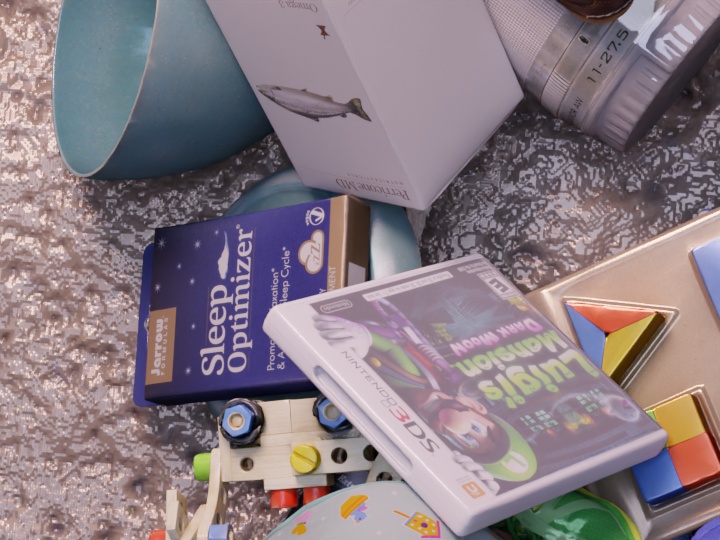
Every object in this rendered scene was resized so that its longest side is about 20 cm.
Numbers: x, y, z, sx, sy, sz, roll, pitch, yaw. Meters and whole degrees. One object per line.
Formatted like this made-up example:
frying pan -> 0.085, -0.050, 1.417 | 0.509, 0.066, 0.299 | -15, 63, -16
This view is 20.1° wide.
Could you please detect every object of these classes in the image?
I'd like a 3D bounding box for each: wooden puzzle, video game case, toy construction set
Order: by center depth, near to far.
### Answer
video game case -> 0.067, 0.068, 1.231 | 0.182, 0.200, 0.023 | 45, 126, 26
toy construction set -> -0.033, 0.142, 1.268 | 0.199, 0.092, 0.132 | -4, 84, -3
wooden puzzle -> 0.218, 0.060, 1.293 | 0.199, 0.046, 0.186 | -24, 72, 10

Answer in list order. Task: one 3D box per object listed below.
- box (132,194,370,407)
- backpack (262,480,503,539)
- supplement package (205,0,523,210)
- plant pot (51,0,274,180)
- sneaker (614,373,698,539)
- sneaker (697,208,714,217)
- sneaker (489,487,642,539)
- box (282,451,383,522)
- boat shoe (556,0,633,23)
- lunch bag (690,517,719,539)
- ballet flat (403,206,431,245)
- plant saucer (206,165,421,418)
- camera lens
box -> -0.083, 0.024, 1.351 | 0.199, 0.032, 0.122 | -9, 72, 37
backpack -> 0.026, 0.225, 1.174 | 0.176, 0.154, 0.200 | -33, 115, 24
supplement package -> -0.003, -0.155, 1.275 | 0.117, 0.200, 0.117 | 12, 51, 43
plant pot -> -0.112, -0.152, 1.368 | 0.134, 0.200, 0.201 | 8, 86, -27
sneaker -> 0.209, 0.137, 1.341 | 0.077, 0.076, 0.201 | 4, 87, 13
sneaker -> 0.313, -0.056, 1.343 | 0.200, 0.075, 0.088 | -35, 82, 3
sneaker -> 0.104, 0.151, 1.282 | 0.200, 0.083, 0.074 | 51, 132, 32
box -> -0.003, 0.234, 1.349 | 0.148, 0.104, 0.200 | 35, 90, 10
boat shoe -> 0.092, -0.231, 1.227 | 0.200, 0.070, 0.070 | 41, 94, 10
lunch bag -> 0.282, 0.259, 1.240 | 0.124, 0.170, 0.200 | -33, 112, 2
ballet flat -> 0.000, 0.000, 1.387 | 0.071, 0.072, 0.201 | 13, 88, 9
plant saucer -> -0.047, 0.021, 1.362 | 0.199, 0.027, 0.201 | -10, 73, 34
camera lens -> 0.139, -0.195, 1.334 | 0.200, 0.160, 0.160 | 39, 92, 9
